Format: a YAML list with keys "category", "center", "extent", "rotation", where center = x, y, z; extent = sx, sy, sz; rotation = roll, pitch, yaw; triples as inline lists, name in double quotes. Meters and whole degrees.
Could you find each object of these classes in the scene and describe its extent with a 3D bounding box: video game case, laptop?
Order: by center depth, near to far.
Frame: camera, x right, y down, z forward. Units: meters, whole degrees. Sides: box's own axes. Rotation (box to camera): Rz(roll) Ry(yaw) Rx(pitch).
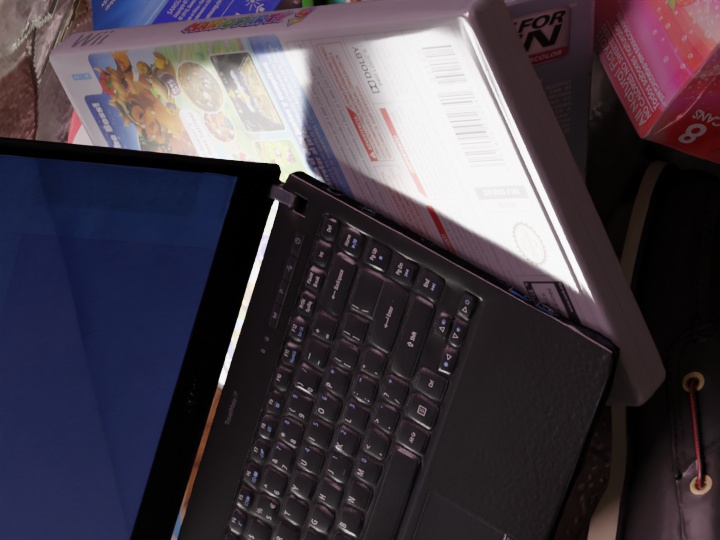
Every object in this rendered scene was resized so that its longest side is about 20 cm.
- category: "laptop"
  center: [-0.048, 0.066, 0.864]
  extent: [0.200, 0.103, 0.178]
  rotation: [29, 118, 22]
- category: "video game case"
  center: [-0.005, -0.020, 0.892]
  extent: [0.200, 0.143, 0.018]
  rotation: [-1, 34, 45]

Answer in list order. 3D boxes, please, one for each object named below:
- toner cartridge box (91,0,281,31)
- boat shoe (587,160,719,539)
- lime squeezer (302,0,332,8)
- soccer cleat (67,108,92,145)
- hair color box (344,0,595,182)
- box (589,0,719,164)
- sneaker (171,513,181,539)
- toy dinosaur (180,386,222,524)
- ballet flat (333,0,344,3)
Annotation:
- category: "toner cartridge box"
  center: [-0.037, -0.161, 1.077]
  extent: [0.200, 0.043, 0.095]
  rotation: [-50, 31, 27]
- category: "boat shoe"
  center: [0.110, 0.057, 0.893]
  extent: [0.063, 0.074, 0.202]
  rotation: [-1, 62, 17]
- category: "lime squeezer"
  center: [0.000, 0.000, 0.973]
  extent: [0.071, 0.038, 0.201]
  rotation: [-17, 85, 49]
- category: "soccer cleat"
  center: [-0.065, -0.057, 1.166]
  extent: [0.200, 0.067, 0.077]
  rotation: [-4, 80, 55]
- category: "hair color box"
  center: [0.035, -0.053, 0.940]
  extent: [0.200, 0.060, 0.099]
  rotation: [88, 165, -49]
- category: "box"
  center: [0.120, -0.130, 0.908]
  extent: [0.095, 0.102, 0.200]
  rotation: [-50, 43, 30]
- category: "sneaker"
  center: [-0.043, 0.126, 1.059]
  extent: [0.200, 0.076, 0.081]
  rotation: [-10, 71, 53]
- category: "toy dinosaur"
  center: [-0.042, 0.041, 1.017]
  extent: [0.106, 0.060, 0.200]
  rotation: [-1, 44, 46]
- category: "ballet flat"
  center: [0.025, -0.115, 1.055]
  extent: [0.200, 0.067, 0.071]
  rotation: [-2, 106, 69]
